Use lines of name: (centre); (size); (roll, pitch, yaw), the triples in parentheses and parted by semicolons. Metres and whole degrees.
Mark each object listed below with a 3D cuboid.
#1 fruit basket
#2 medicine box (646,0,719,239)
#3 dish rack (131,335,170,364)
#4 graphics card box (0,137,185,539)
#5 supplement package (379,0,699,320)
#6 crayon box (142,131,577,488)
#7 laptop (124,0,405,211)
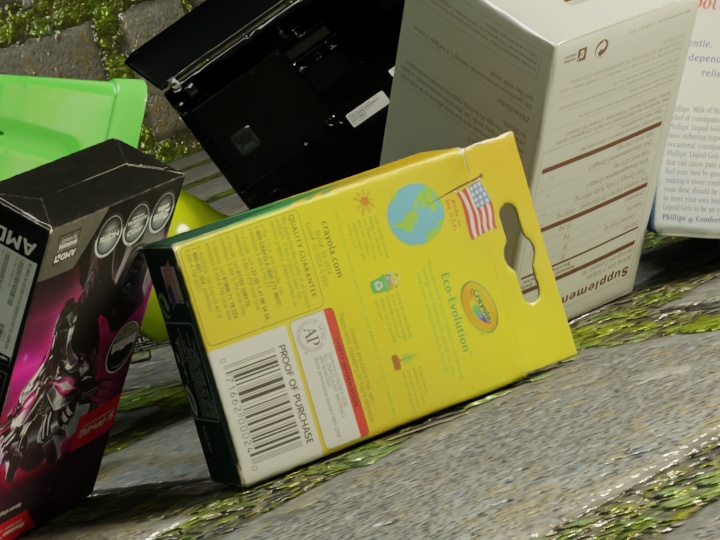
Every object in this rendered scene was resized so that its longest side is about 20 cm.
fruit basket: (-0.161, -0.012, 1.551); (0.215, 0.217, 0.155); (-21, 4, -29)
medicine box: (0.214, -0.125, 1.522); (0.102, 0.201, 0.182); (3, 5, -4)
dish rack: (-0.134, 0.029, 1.702); (0.199, 0.055, 0.153); (-12, -3, 15)
graphics card box: (-0.162, 0.041, 1.271); (0.051, 0.201, 0.125); (27, 25, 20)
supplement package: (0.093, -0.079, 1.413); (0.117, 0.201, 0.117); (-23, 46, -37)
crayon box: (0.002, 0.018, 1.288); (0.199, 0.128, 0.051); (-19, 7, -23)
laptop: (-0.029, -0.123, 1.558); (0.177, 0.200, 0.103); (-36, -16, -6)
